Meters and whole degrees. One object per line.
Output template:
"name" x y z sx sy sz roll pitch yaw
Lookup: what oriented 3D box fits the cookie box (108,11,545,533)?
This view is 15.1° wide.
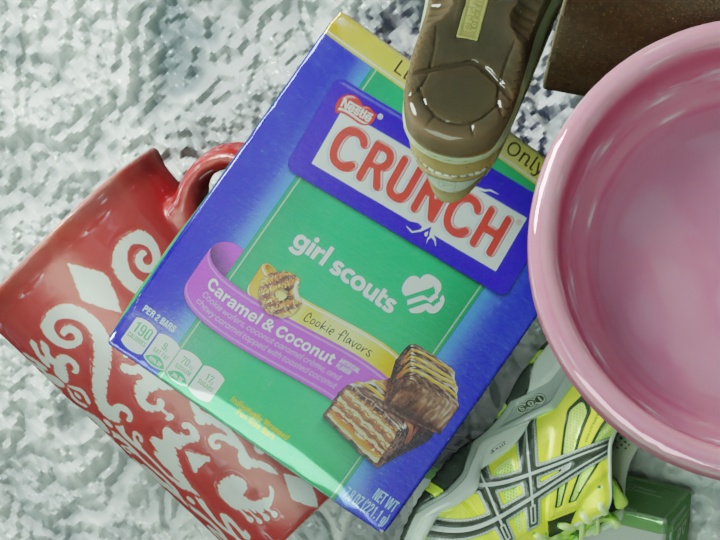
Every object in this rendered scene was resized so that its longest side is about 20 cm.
"cookie box" 0.000 0.000 1.358 0.171 0.075 0.200 35 90 -3

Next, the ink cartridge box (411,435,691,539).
"ink cartridge box" 0.096 0.200 1.462 0.145 0.048 0.201 11 113 22

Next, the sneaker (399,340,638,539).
"sneaker" 0.087 0.115 1.371 0.076 0.075 0.200 34 86 27

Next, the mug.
"mug" -0.081 0.043 1.439 0.200 0.133 0.178 47 145 0

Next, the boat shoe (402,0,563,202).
"boat shoe" 0.063 -0.122 1.308 0.071 0.200 0.076 18 149 12

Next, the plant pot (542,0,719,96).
"plant pot" 0.205 -0.142 1.234 0.199 0.187 0.187 18 115 4

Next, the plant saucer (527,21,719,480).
"plant saucer" 0.170 -0.005 1.151 0.200 0.051 0.201 0 76 0
